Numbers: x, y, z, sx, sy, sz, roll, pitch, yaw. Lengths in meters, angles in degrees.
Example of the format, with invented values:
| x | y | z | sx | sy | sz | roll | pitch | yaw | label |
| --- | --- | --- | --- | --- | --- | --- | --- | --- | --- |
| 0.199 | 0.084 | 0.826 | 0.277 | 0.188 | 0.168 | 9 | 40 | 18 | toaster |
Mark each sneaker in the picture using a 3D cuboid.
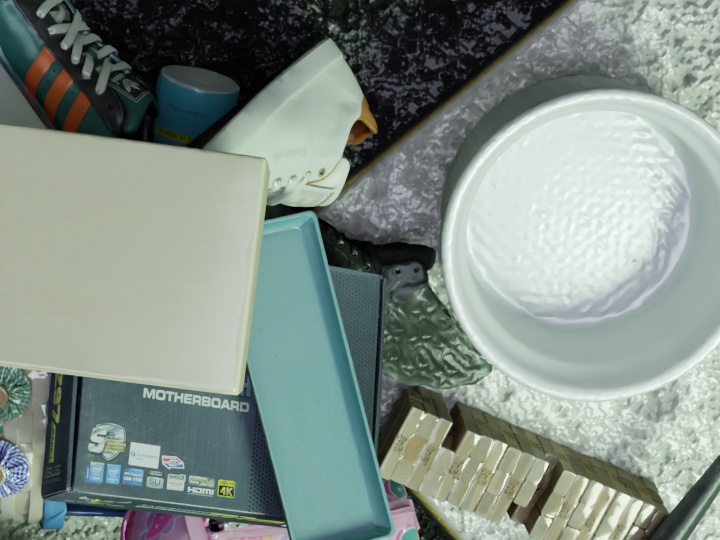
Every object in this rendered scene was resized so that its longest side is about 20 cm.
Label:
| x | y | z | sx | sy | sz | roll | pitch | yaw | label |
| --- | --- | --- | --- | --- | --- | --- | --- | --- | --- |
| -0.166 | -0.113 | 1.560 | 0.080 | 0.071 | 0.200 | -18 | 106 | 28 | sneaker |
| -0.053 | -0.063 | 1.546 | 0.073 | 0.200 | 0.085 | -27 | 101 | 48 | sneaker |
| 0.000 | 0.001 | 1.638 | 0.104 | 0.060 | 0.200 | -26 | 111 | 1 | sneaker |

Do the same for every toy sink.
| x | y | z | sx | sy | sz | roll | pitch | yaw | label |
| --- | --- | --- | --- | --- | --- | --- | --- | --- | --- |
| -0.156 | -0.008 | 1.417 | 0.200 | 0.112 | 0.131 | 6 | 88 | -1 | toy sink |

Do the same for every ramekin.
| x | y | z | sx | sy | sz | roll | pitch | yaw | label |
| --- | --- | --- | --- | --- | --- | --- | --- | --- | --- |
| 0.144 | -0.027 | 1.621 | 0.200 | 0.098 | 0.201 | -2 | 108 | -6 | ramekin |

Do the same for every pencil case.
| x | y | z | sx | sy | sz | roll | pitch | yaw | label |
| --- | --- | --- | --- | --- | --- | --- | --- | --- | --- |
| -0.053 | 0.170 | 1.623 | 0.200 | 0.087 | 0.088 | 2 | 110 | -43 | pencil case |

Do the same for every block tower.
| x | y | z | sx | sy | sz | roll | pitch | yaw | label |
| --- | --- | --- | --- | --- | --- | --- | --- | --- | --- |
| 0.108 | 0.139 | 1.691 | 0.200 | 0.054 | 0.058 | 24 | 104 | -13 | block tower |

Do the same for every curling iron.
| x | y | z | sx | sy | sz | roll | pitch | yaw | label |
| --- | --- | --- | --- | --- | --- | --- | --- | --- | --- |
| 0.180 | 0.196 | 1.669 | 0.200 | 0.026 | 0.050 | -48 | 143 | 3 | curling iron |

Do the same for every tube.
| x | y | z | sx | sy | sz | roll | pitch | yaw | label |
| --- | --- | --- | --- | --- | --- | --- | --- | --- | --- |
| -0.122 | -0.028 | 1.623 | 0.077 | 0.050 | 0.200 | 18 | 109 | 11 | tube |

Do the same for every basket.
| x | y | z | sx | sy | sz | roll | pitch | yaw | label |
| --- | --- | --- | --- | --- | --- | --- | --- | --- | --- |
| -0.187 | 0.078 | 1.597 | 0.200 | 0.139 | 0.177 | -5 | 111 | -15 | basket |

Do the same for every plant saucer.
| x | y | z | sx | sy | sz | roll | pitch | yaw | label |
| --- | --- | --- | --- | --- | --- | --- | --- | --- | --- |
| -0.035 | 0.068 | 1.519 | 0.070 | 0.019 | 0.200 | -12 | 85 | -30 | plant saucer |

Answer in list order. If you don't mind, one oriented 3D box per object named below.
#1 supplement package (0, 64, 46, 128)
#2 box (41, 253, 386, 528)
| x | y | z | sx | sy | sz | roll | pitch | yaw | label |
| --- | --- | --- | --- | --- | --- | --- | --- | --- | --- |
| -0.287 | -0.089 | 1.513 | 0.120 | 0.121 | 0.200 | -28 | 103 | 35 | supplement package |
| -0.085 | 0.068 | 1.531 | 0.200 | 0.051 | 0.158 | 10 | 75 | -26 | box |
